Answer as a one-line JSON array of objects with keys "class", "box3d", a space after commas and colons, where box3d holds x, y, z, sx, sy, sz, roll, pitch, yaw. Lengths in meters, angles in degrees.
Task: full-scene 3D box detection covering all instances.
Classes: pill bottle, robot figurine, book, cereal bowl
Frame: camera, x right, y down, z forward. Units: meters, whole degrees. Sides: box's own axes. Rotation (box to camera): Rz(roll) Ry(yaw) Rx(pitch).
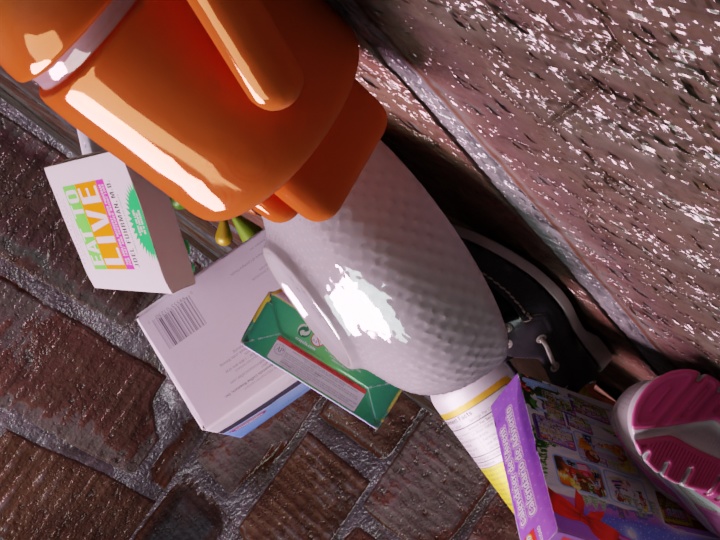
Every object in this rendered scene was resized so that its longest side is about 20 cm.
[{"class": "pill bottle", "box3d": [0.124, 0.109, 0.934, 0.200, 0.104, 0.104, 54, 174, 1]}, {"class": "robot figurine", "box3d": [-0.080, -0.101, 0.530, 0.200, 0.117, 0.144, 38, -159, -26]}, {"class": "book", "box3d": [-0.222, -0.047, 1.123, 0.200, 0.048, 0.134, 0, 109, 59]}, {"class": "cereal bowl", "box3d": [-0.001, 0.000, 0.755, 0.200, 0.083, 0.200, 52, 170, 13]}]

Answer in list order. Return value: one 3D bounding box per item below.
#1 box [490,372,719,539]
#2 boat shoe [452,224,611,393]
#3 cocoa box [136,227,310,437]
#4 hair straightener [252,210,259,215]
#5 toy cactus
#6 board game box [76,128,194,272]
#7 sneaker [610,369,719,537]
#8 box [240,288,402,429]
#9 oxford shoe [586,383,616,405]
[{"class": "box", "box3d": [0.188, 0.154, 0.797, 0.200, 0.039, 0.137, 20, -147, -19]}, {"class": "boat shoe", "box3d": [0.105, 0.037, 0.813, 0.074, 0.060, 0.200, 30, 172, 40]}, {"class": "cocoa box", "box3d": [-0.086, 0.052, 1.165, 0.134, 0.200, 0.131, 55, -179, 14]}, {"class": "hair straightener", "box3d": [-0.122, -0.105, 1.146, 0.077, 0.041, 0.200, 56, -174, 18]}, {"class": "toy cactus", "box3d": [-0.176, -0.091, 1.279, 0.200, 0.102, 0.165, 33, -172, -39]}, {"class": "board game box", "box3d": [-0.224, -0.106, 1.158, 0.200, 0.026, 0.200, 28, 132, 53]}, {"class": "sneaker", "box3d": [0.237, 0.128, 0.756, 0.200, 0.081, 0.088, 43, 177, -10]}, {"class": "box", "box3d": [-0.018, 0.057, 0.922, 0.117, 0.048, 0.200, 32, -174, 3]}, {"class": "oxford shoe", "box3d": [0.201, 0.141, 1.019, 0.200, 0.073, 0.071, 36, 173, -3]}]
